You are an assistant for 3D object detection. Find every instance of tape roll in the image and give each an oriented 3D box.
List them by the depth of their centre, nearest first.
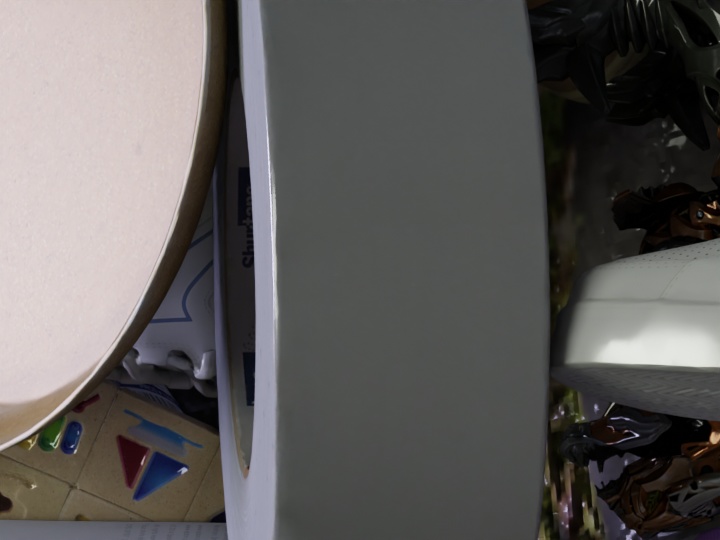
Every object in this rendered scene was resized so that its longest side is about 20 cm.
[{"bbox_3d":[0.000,0.000,0.750,0.200,0.066,0.201,179,90,-84],"label":"tape roll"}]

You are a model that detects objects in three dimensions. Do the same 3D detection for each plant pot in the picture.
[{"bbox_3d":[-0.100,-0.047,0.790,0.200,0.027,0.201,-7,80,45],"label":"plant pot"}]

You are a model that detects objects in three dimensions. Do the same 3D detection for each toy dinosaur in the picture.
[{"bbox_3d":[0.118,-0.028,0.747,0.200,0.102,0.136,-43,66,-7],"label":"toy dinosaur"}]

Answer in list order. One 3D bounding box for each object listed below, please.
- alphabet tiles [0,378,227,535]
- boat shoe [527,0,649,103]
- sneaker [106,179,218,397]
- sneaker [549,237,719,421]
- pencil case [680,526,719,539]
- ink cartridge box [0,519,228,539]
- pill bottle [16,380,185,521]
[{"bbox_3d":[-0.074,0.120,0.865,0.008,0.199,0.168,-84,19,-74],"label":"alphabet tiles"},{"bbox_3d":[0.026,-0.130,0.854,0.073,0.063,0.200,-50,50,28],"label":"boat shoe"},{"bbox_3d":[-0.060,0.002,0.871,0.199,0.075,0.087,-22,76,3],"label":"sneaker"},{"bbox_3d":[0.143,-0.023,0.675,0.199,0.074,0.116,-2,79,9],"label":"sneaker"},{"bbox_3d":[0.108,0.104,0.726,0.200,0.084,0.086,-26,22,45],"label":"pencil case"},{"bbox_3d":[-0.042,0.124,0.842,0.039,0.199,0.100,-78,-11,-74],"label":"ink cartridge box"},{"bbox_3d":[-0.126,0.047,0.961,0.200,0.112,0.112,51,121,38],"label":"pill bottle"}]
